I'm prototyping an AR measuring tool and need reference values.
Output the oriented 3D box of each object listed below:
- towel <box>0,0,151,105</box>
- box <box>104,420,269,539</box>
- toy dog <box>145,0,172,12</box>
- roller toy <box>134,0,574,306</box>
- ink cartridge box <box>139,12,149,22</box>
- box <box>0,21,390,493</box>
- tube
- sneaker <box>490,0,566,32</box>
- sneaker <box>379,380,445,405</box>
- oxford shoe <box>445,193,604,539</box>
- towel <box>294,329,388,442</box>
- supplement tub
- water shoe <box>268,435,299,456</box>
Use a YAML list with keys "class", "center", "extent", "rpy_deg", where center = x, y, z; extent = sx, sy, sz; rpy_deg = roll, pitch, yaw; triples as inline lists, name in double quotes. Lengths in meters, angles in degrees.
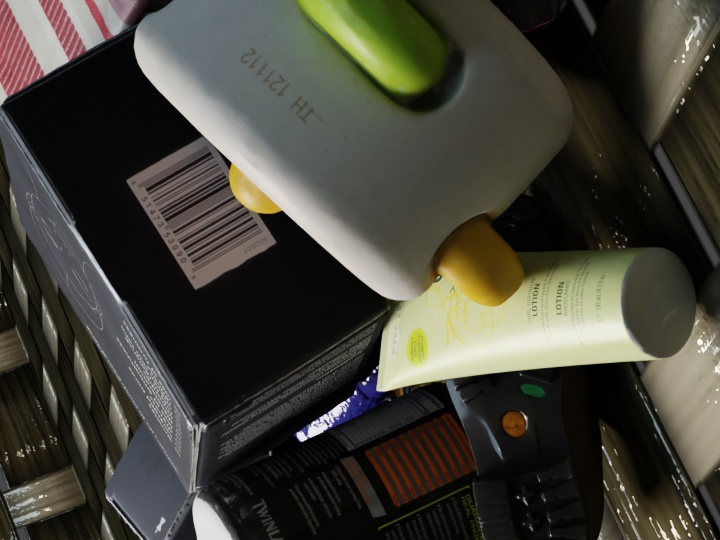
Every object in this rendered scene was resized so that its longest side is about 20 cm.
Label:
- class: "towel"
  center: [-0.175, -0.157, 1.149]
  extent: [0.145, 0.023, 0.200]
  rpy_deg: [62, 143, 19]
- class: "box"
  center: [-0.060, 0.178, 1.447]
  extent: [0.199, 0.105, 0.148]
  rpy_deg: [32, 179, -25]
- class: "toy dog"
  center: [-0.090, -0.204, 1.159]
  extent: [0.200, 0.193, 0.141]
  rpy_deg: [-141, 47, -71]
- class: "roller toy"
  center: [-0.006, -0.081, 0.944]
  extent: [0.200, 0.140, 0.182]
  rpy_deg: [41, -177, -44]
- class: "ink cartridge box"
  center: [-0.116, -0.145, 1.286]
  extent: [0.200, 0.197, 0.044]
  rpy_deg: [39, 118, 60]
- class: "box"
  center: [-0.093, -0.005, 1.114]
  extent: [0.201, 0.124, 0.197]
  rpy_deg: [57, 165, 10]
- class: "tube"
  center: [0.073, 0.021, 0.994]
  extent: [0.199, 0.058, 0.052]
  rpy_deg: [-4, 126, 52]
- class: "sneaker"
  center: [0.040, -0.173, 0.984]
  extent: [0.200, 0.079, 0.096]
  rpy_deg: [50, 165, 53]
- class: "sneaker"
  center: [0.013, 0.034, 1.317]
  extent: [0.088, 0.075, 0.201]
  rpy_deg: [69, 180, -75]
- class: "oxford shoe"
  center: [0.088, 0.061, 1.072]
  extent: [0.084, 0.072, 0.201]
  rpy_deg: [5, -99, -69]
- class: "towel"
  center: [0.000, 0.000, 1.217]
  extent: [0.200, 0.049, 0.148]
  rpy_deg: [-43, 70, 43]
- class: "supplement tub"
  center: [0.015, 0.142, 1.166]
  extent: [0.123, 0.199, 0.123]
  rpy_deg: [56, 159, 34]
- class: "water shoe"
  center: [-0.020, 0.153, 1.333]
  extent: [0.071, 0.079, 0.201]
  rpy_deg: [-9, 112, 55]
